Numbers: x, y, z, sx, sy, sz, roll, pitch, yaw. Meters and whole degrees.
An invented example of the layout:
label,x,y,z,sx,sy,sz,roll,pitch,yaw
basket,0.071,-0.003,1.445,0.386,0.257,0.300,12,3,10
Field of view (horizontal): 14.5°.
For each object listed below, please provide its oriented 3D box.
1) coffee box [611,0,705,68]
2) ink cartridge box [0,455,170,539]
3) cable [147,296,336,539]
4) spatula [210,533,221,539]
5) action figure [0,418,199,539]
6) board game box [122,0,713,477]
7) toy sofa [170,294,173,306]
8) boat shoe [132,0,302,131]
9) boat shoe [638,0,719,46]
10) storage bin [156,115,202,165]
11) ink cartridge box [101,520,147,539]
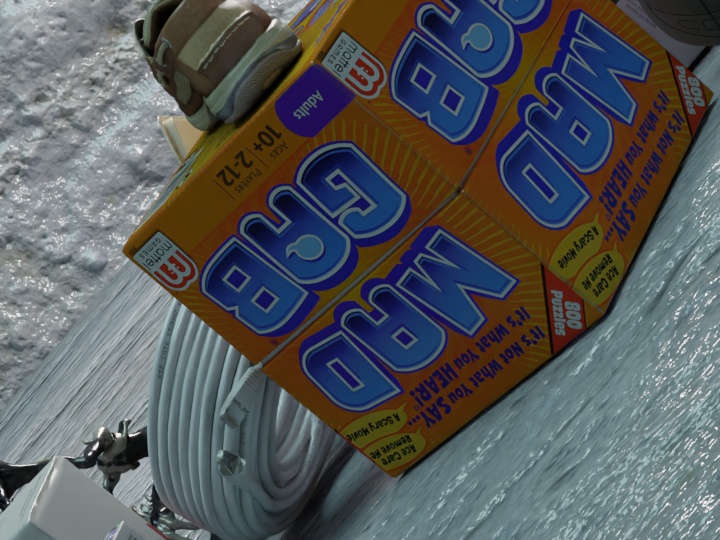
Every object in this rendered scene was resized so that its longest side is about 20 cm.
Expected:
label,x,y,z,sx,sy,sz,roll,pitch,yaw
coffee box,0.213,-0.225,1.702,0.200,0.080,0.114,-50,18,0
ink cartridge box,-0.185,0.230,1.634,0.200,0.147,0.083,-47,11,23
cable,-0.059,0.062,1.671,0.200,0.069,0.200,77,-152,-55
spatula,-0.087,0.158,1.852,0.057,0.021,0.200,-47,10,11
action figure,-0.129,0.126,1.766,0.199,0.119,0.102,-21,39,-15
board game box,0.033,-0.054,1.548,0.200,0.200,0.200,-41,12,44
toy sofa,-0.074,0.031,1.967,0.200,0.097,0.083,79,-168,-78
boat shoe,-0.083,-0.125,1.526,0.076,0.072,0.200,-51,9,-8
boat shoe,0.234,-0.188,1.541,0.202,0.074,0.065,-36,10,44
storage bin,-0.021,-0.114,1.967,0.200,0.094,0.199,-28,-1,7
ink cartridge box,-0.154,0.240,1.554,0.200,0.109,0.050,-46,10,28
